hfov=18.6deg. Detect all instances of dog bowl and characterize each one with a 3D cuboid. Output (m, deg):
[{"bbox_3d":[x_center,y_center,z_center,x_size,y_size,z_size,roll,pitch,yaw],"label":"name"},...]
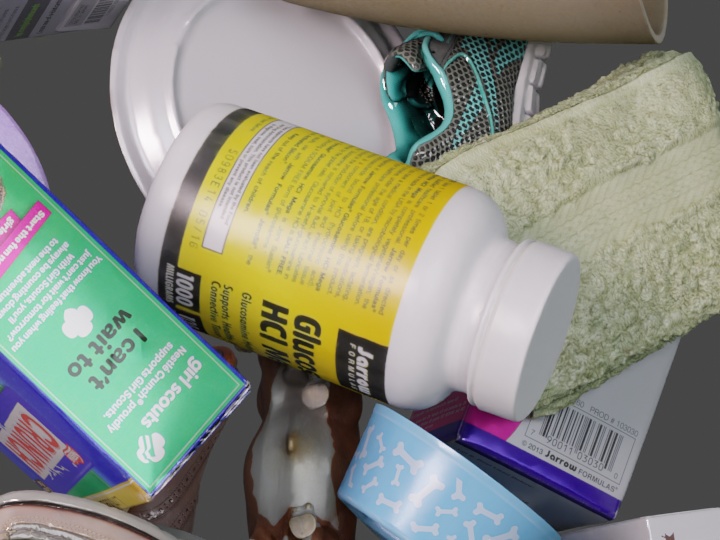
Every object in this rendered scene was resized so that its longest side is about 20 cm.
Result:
[{"bbox_3d":[0.048,0.131,1.109,0.111,0.200,0.050,34,83,20],"label":"dog bowl"}]

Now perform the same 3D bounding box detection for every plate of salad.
[{"bbox_3d":[-0.049,-0.084,1.202,0.199,0.048,0.201,10,70,-27],"label":"plate of salad"}]

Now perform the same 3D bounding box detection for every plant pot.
[{"bbox_3d":[0.048,-0.200,1.151,0.199,0.187,0.189,-6,78,16],"label":"plant pot"}]

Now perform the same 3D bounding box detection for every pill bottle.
[{"bbox_3d":[0.000,0.000,1.068,0.199,0.113,0.113,20,69,17],"label":"pill bottle"}]

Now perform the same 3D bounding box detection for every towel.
[{"bbox_3d":[0.127,-0.022,1.156,0.199,0.036,0.149,-27,88,-23],"label":"towel"}]

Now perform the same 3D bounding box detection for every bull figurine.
[{"bbox_3d":[-0.031,0.122,1.143,0.065,0.121,0.201,-6,71,9],"label":"bull figurine"}]

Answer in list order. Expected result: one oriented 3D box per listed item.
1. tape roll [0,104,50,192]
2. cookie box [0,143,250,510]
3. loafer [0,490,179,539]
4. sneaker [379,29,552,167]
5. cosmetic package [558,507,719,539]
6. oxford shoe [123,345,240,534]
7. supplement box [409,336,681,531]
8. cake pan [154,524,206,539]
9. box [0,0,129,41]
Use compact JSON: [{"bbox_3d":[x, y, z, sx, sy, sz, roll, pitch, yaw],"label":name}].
[{"bbox_3d":[-0.256,-0.011,1.103,0.199,0.066,0.201,4,78,-20],"label":"tape roll"},{"bbox_3d":[-0.162,0.019,1.005,0.200,0.171,0.075,43,71,-7],"label":"cookie box"},{"bbox_3d":[-0.089,0.168,0.991,0.200,0.072,0.063,34,32,-27],"label":"loafer"},{"bbox_3d":[0.053,-0.114,1.211,0.091,0.077,0.201,24,52,-33],"label":"sneaker"},{"bbox_3d":[0.149,0.233,1.156,0.051,0.151,0.201,-4,81,-21],"label":"cosmetic package"},{"bbox_3d":[-0.114,0.130,1.134,0.073,0.071,0.200,43,72,-28],"label":"oxford shoe"},{"bbox_3d":[0.112,0.030,1.213,0.101,0.103,0.201,28,72,-12],"label":"supplement box"},{"bbox_3d":[-0.119,0.204,1.067,0.199,0.037,0.201,-5,119,-9],"label":"cake pan"},{"bbox_3d":[-0.206,-0.151,1.103,0.199,0.156,0.041,-12,81,-22],"label":"box"}]
